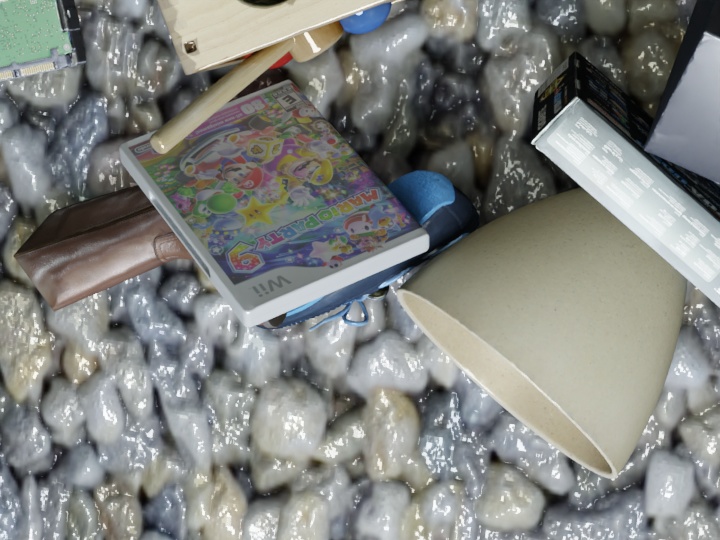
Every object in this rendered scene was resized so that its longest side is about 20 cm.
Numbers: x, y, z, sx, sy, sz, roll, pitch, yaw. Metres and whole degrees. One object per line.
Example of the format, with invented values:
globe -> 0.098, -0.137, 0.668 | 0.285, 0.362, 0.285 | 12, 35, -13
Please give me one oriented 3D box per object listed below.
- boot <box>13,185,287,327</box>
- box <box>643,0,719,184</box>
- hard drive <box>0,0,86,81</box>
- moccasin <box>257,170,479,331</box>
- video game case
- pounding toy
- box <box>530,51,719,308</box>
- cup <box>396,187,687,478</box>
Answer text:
boot -> -0.155, -0.001, 1.403 | 0.200, 0.187, 0.064 | -17, 130, 8
box -> 0.305, -0.132, 1.274 | 0.182, 0.200, 0.104 | 25, 132, 2
hard drive -> -0.293, -0.239, 1.444 | 0.139, 0.038, 0.200 | -11, 97, 10
moccasin -> 0.000, 0.000, 1.401 | 0.200, 0.068, 0.081 | -24, 54, 34
video game case -> -0.063, -0.052, 1.352 | 0.143, 0.200, 0.018 | -23, 138, -20
pounding toy -> -0.061, -0.186, 1.333 | 0.184, 0.200, 0.142 | -19, 96, 11
box -> 0.206, -0.057, 1.322 | 0.200, 0.159, 0.046 | 40, 107, -7
cup -> 0.146, 0.028, 1.355 | 0.200, 0.200, 0.143 | 42, 83, 0
